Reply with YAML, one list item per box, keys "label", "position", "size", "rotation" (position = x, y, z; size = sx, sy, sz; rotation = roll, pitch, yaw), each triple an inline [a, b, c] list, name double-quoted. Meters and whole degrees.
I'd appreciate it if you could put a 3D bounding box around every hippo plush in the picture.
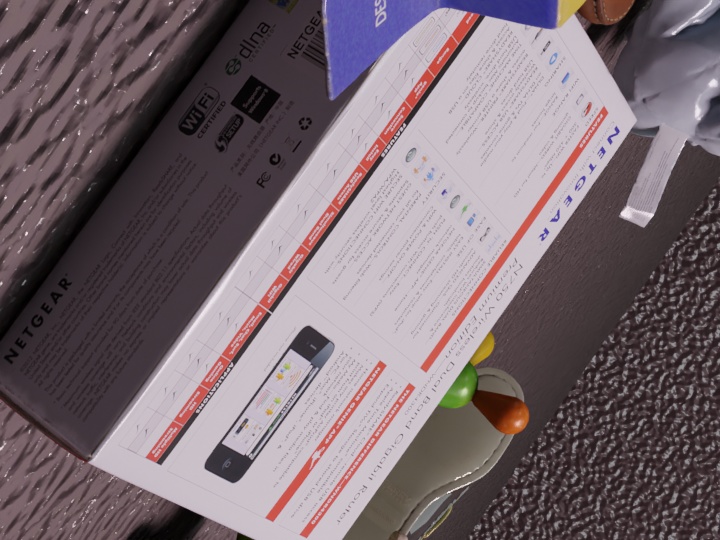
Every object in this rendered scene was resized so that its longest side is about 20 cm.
- label: "hippo plush"
  position: [0.221, -0.115, 1.149]
  size: [0.200, 0.159, 0.161]
  rotation: [-58, 169, 13]

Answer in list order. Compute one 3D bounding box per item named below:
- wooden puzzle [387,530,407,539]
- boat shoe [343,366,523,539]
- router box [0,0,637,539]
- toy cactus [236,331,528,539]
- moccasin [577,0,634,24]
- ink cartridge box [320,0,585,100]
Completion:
- label: "wooden puzzle"
  position: [-0.065, 0.223, 0.937]
  size: [0.200, 0.046, 0.185]
  rotation: [-29, -143, 34]
- label: "boat shoe"
  position: [0.035, 0.148, 1.409]
  size: [0.201, 0.072, 0.061]
  rotation: [-44, 171, -17]
- label: "router box"
  position: [-0.005, -0.011, 0.641]
  size: [0.200, 0.049, 0.179]
  rotation: [-54, 153, -3]
- label: "toy cactus"
  position: [0.001, 0.060, 0.947]
  size: [0.200, 0.102, 0.165]
  rotation: [-44, 159, -2]
- label: "moccasin"
  position: [0.142, -0.180, 0.811]
  size: [0.074, 0.078, 0.201]
  rotation: [-40, 162, -55]
- label: "ink cartridge box"
  position: [0.061, -0.162, 0.491]
  size: [0.200, 0.047, 0.198]
  rotation: [-50, 155, -32]
